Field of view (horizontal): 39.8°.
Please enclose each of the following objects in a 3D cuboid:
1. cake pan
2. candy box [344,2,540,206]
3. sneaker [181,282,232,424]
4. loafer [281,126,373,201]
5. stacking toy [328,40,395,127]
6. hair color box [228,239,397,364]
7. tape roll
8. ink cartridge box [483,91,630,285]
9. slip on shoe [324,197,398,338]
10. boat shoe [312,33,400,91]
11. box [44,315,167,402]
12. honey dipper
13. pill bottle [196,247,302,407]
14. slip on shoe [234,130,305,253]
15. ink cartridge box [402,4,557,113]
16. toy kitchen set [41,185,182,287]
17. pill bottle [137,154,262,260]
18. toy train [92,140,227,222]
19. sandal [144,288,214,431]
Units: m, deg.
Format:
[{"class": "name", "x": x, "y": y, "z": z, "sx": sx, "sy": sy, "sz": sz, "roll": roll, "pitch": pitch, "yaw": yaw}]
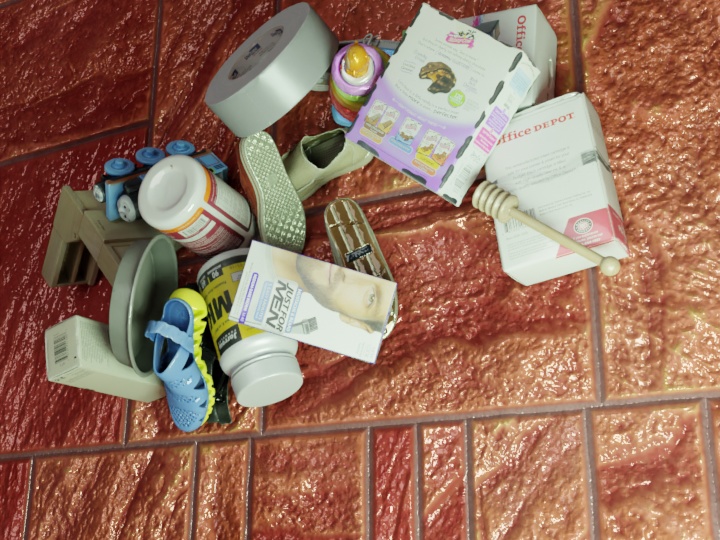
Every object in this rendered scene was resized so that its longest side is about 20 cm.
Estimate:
[{"class": "cake pan", "x": -0.302, "y": 0.047, "z": 1.387, "sx": 0.036, "sy": 0.200, "sz": 0.202, "roll": 7, "pitch": 76, "yaw": 7}, {"class": "candy box", "x": 0.102, "y": -0.211, "z": 1.260, "sx": 0.167, "sy": 0.071, "sz": 0.201, "roll": 35, "pitch": 97, "yaw": 32}, {"class": "sneaker", "x": -0.225, "y": 0.120, "z": 1.454, "sx": 0.104, "sy": 0.060, "sz": 0.202, "roll": 2, "pitch": 79, "yaw": 31}, {"class": "loafer", "x": -0.075, "y": -0.159, "z": 1.450, "sx": 0.199, "sy": 0.068, "sz": 0.076, "roll": -27, "pitch": 62, "yaw": 20}, {"class": "stacking toy", "x": 0.001, "y": -0.262, "z": 1.325, "sx": 0.109, "sy": 0.200, "sz": 0.117, "roll": 5, "pitch": 89, "yaw": 7}, {"class": "hair color box", "x": -0.061, "y": 0.042, "z": 1.298, "sx": 0.198, "sy": 0.065, "sz": 0.110, "roll": 16, "pitch": 84, "yaw": 2}, {"class": "tape roll", "x": -0.125, "y": -0.281, "z": 1.389, "sx": 0.200, "sy": 0.066, "sz": 0.201, "roll": -34, "pitch": 28, "yaw": 21}, {"class": "ink cartridge box", "x": 0.239, "y": -0.100, "z": 1.237, "sx": 0.145, "sy": 0.085, "sz": 0.202, "roll": -17, "pitch": 68, "yaw": 25}, {"class": "slip on shoe", "x": 0.000, "y": 0.000, "z": 1.363, "sx": 0.076, "sy": 0.061, "sz": 0.201, "roll": -21, "pitch": 81, "yaw": 0}, {"class": "boat shoe", "x": -0.016, "y": -0.308, "z": 1.467, "sx": 0.201, "sy": 0.065, "sz": 0.075, "roll": 5, "pitch": 76, "yaw": 32}, {"class": "box", "x": -0.357, "y": 0.131, "z": 1.439, "sx": 0.068, "sy": 0.200, "sz": 0.083, "roll": -23, "pitch": 62, "yaw": 25}, {"class": "honey dipper", "x": 0.217, "y": -0.047, "z": 1.162, "sx": 0.200, "sy": 0.038, "sz": 0.038, "roll": 34, "pitch": 92, "yaw": 33}, {"class": "pill bottle", "x": -0.153, "y": 0.080, "z": 1.389, "sx": 0.114, "sy": 0.114, "sz": 0.201, "roll": -31, "pitch": 61, "yaw": 18}, {"class": "slip on shoe", "x": -0.131, "y": -0.105, "z": 1.428, "sx": 0.061, "sy": 0.074, "sz": 0.201, "roll": 12, "pitch": 123, "yaw": 61}, {"class": "ink cartridge box", "x": 0.156, "y": -0.260, "z": 1.338, "sx": 0.199, "sy": 0.087, "sz": 0.147, "roll": -2, "pitch": 73, "yaw": 28}, {"class": "toy kitchen set", "x": -0.373, "y": -0.012, "z": 1.569, "sx": 0.200, "sy": 0.162, "sz": 0.181, "roll": 48, "pitch": 128, "yaw": 33}, {"class": "pill bottle", "x": -0.218, "y": -0.077, "z": 1.424, "sx": 0.109, "sy": 0.200, "sz": 0.110, "roll": -10, "pitch": 66, "yaw": 23}, {"class": "toy train", "x": -0.301, "y": -0.131, "z": 1.511, "sx": 0.114, "sy": 0.199, "sz": 0.087, "roll": 40, "pitch": 138, "yaw": 34}, {"class": "sandal", "x": -0.256, "y": 0.130, "z": 1.373, "sx": 0.079, "sy": 0.087, "sz": 0.202, "roll": 1, "pitch": 105, "yaw": 28}]
